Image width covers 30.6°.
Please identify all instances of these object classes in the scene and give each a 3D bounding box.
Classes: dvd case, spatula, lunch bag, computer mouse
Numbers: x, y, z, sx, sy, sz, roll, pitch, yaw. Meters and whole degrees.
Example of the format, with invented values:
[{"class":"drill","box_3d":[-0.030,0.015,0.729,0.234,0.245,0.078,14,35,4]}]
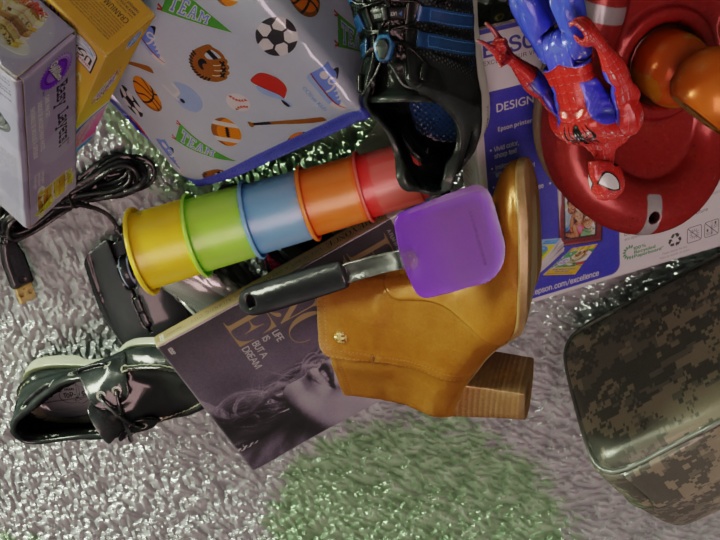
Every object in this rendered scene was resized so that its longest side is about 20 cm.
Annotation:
[{"class":"dvd case","box_3d":[-0.023,0.049,0.922,0.198,0.016,0.149,-29,130,3]},{"class":"spatula","box_3d":[0.000,0.000,0.815,0.198,0.020,0.057,-17,93,36]},{"class":"lunch bag","box_3d":[0.265,0.094,0.951,0.199,0.141,0.167,-32,132,22]},{"class":"lunch bag","box_3d":[-0.097,-0.154,0.823,0.199,0.125,0.170,-22,120,41]},{"class":"computer mouse","box_3d":[-0.189,0.020,0.976,0.138,0.046,0.202,-15,119,9]}]

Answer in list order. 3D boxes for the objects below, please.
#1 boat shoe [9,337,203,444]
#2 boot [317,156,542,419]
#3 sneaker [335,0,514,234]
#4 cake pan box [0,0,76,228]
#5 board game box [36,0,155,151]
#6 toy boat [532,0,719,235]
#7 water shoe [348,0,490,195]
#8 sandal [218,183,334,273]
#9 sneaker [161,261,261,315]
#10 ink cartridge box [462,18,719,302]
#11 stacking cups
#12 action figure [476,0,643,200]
[{"class":"boat shoe","box_3d":[-0.185,0.098,0.973,0.197,0.066,0.075,-4,131,29]},{"class":"boot","box_3d":[0.041,0.014,0.838,0.142,0.071,0.203,8,126,13]},{"class":"sneaker","box_3d":[0.050,-0.097,0.892,0.072,0.072,0.201,21,120,-34]},{"class":"cake pan box","box_3d":[-0.253,-0.137,0.775,0.199,0.052,0.185,39,152,8]},{"class":"board game box","box_3d":[-0.210,-0.155,0.789,0.153,0.040,0.200,45,155,-4]},{"class":"toy boat","box_3d":[0.183,-0.113,0.759,0.129,0.131,0.203,0,116,-20]},{"class":"water shoe","box_3d":[0.030,-0.130,0.727,0.071,0.079,0.201,-3,134,24]},{"class":"sandal","box_3d":[-0.028,0.010,0.946,0.200,0.075,0.045,42,71,-23]},{"class":"sneaker","box_3d":[-0.084,0.052,0.956,0.199,0.075,0.082,38,98,-25]},{"class":"ink cartridge box","box_3d":[0.160,-0.088,0.866,0.195,0.047,0.202,-15,118,-13]},{"class":"stacking cups","box_3d":[-0.054,-0.043,0.858,0.197,0.061,0.061,-18,119,8]},{"class":"action figure","box_3d":[0.105,-0.127,0.707,0.065,0.052,0.202,-5,121,40]}]
